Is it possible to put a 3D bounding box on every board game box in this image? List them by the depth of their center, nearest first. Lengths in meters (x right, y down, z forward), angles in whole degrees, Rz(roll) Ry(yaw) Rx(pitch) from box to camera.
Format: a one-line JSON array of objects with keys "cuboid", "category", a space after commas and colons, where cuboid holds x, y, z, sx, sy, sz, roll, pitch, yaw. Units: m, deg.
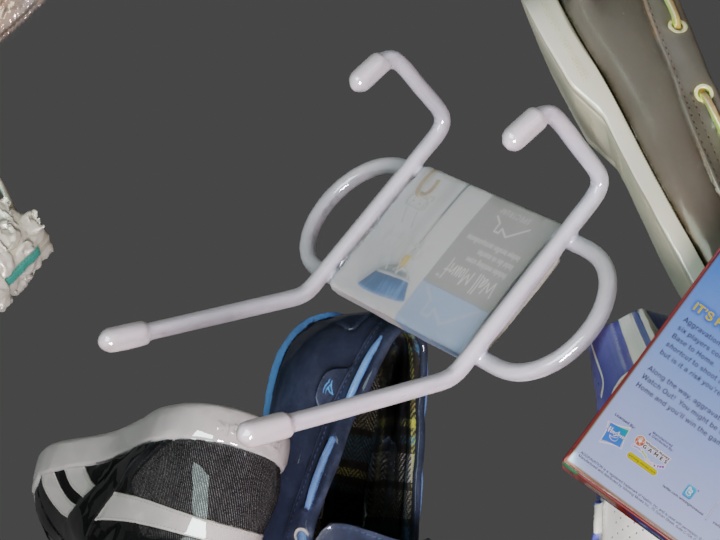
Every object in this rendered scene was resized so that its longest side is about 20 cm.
[{"cuboid": [0.179, 0.085, 0.818, 0.200, 0.019, 0.103, 36, 84, 13], "category": "board game box"}]

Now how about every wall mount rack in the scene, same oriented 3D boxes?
[{"cuboid": [0.000, 0.000, 0.940, 0.174, 0.075, 0.200, -50, 34, -9], "category": "wall mount rack"}]

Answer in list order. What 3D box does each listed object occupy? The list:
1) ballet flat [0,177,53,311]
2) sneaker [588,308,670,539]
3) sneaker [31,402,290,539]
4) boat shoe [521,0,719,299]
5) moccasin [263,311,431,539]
[{"cuboid": [-0.217, -0.047, 1.162, 0.200, 0.072, 0.072, 41, 103, 32], "category": "ballet flat"}, {"cuboid": [0.103, 0.120, 0.884, 0.115, 0.081, 0.200, -28, 66, 24], "category": "sneaker"}, {"cuboid": [-0.097, 0.126, 0.972, 0.200, 0.073, 0.112, -33, 41, 62], "category": "sneaker"}, {"cuboid": [0.131, -0.035, 0.907, 0.060, 0.072, 0.202, -28, 70, 1], "category": "boat shoe"}, {"cuboid": [-0.009, 0.111, 0.960, 0.068, 0.080, 0.201, -13, 72, 46], "category": "moccasin"}]
